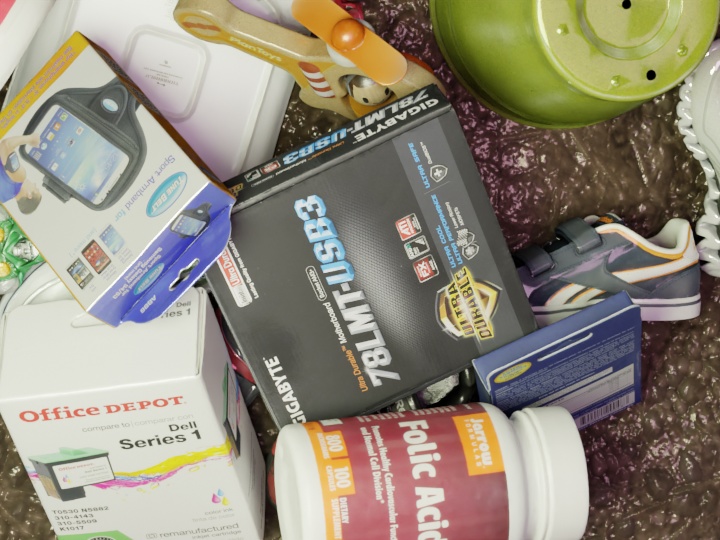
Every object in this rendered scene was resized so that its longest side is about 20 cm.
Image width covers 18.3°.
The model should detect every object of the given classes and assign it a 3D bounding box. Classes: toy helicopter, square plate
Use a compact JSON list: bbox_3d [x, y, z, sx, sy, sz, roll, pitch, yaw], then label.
[{"bbox_3d":[-0.035,-0.149,1.558,0.200,0.132,0.079,22,72,-3],"label":"toy helicopter"},{"bbox_3d":[-0.145,-0.143,1.612,0.200,0.028,0.198,16,97,-11],"label":"square plate"}]

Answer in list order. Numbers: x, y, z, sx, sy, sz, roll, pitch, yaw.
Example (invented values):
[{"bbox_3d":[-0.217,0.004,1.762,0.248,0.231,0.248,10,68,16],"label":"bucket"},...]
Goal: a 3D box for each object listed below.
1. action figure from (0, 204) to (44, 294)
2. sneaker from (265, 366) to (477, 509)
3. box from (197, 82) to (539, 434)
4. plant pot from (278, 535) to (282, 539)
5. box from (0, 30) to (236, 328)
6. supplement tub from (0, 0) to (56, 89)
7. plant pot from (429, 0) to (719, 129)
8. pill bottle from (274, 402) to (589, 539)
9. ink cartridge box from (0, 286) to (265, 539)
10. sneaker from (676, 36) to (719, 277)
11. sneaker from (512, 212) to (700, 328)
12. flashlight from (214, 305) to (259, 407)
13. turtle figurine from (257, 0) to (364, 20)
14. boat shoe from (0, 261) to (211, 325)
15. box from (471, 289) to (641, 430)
[{"bbox_3d":[-0.303,-0.011,1.559,0.200,0.055,0.118,-5,107,16],"label":"action figure"},{"bbox_3d":[0.011,0.110,1.640,0.200,0.098,0.071,-39,104,0],"label":"sneaker"},{"bbox_3d":[0.000,0.000,1.537,0.198,0.050,0.200,-25,121,-5],"label":"box"},{"bbox_3d":[0.035,0.267,1.620,0.200,0.134,0.200,-6,118,-11],"label":"plant pot"},{"bbox_3d":[-0.170,-0.056,1.482,0.119,0.200,0.041,-47,144,6],"label":"box"},{"bbox_3d":[-0.318,-0.198,1.520,0.200,0.140,0.140,33,93,-12],"label":"supplement tub"},{"bbox_3d":[0.163,-0.191,1.567,0.200,0.193,0.201,-1,98,-8],"label":"plant pot"},{"bbox_3d":[0.048,0.151,1.538,0.200,0.114,0.114,-6,100,-12],"label":"pill bottle"},{"bbox_3d":[-0.157,0.112,1.559,0.145,0.084,0.200,-7,137,7],"label":"ink cartridge box"},{"bbox_3d":[0.285,-0.078,1.634,0.075,0.081,0.200,-28,122,-24],"label":"sneaker"},{"bbox_3d":[0.155,-0.001,1.656,0.200,0.078,0.080,-4,102,-16],"label":"sneaker"},{"bbox_3d":[-0.054,0.011,1.630,0.068,0.068,0.200,39,92,-12],"label":"flashlight"},{"bbox_3d":[0.022,-0.249,1.583,0.200,0.150,0.101,-24,138,25],"label":"turtle figurine"},{"bbox_3d":[-0.161,0.004,1.556,0.200,0.067,0.074,-27,106,0],"label":"boat shoe"},{"bbox_3d":[0.144,0.074,1.614,0.121,0.200,0.032,-25,67,-4],"label":"box"}]
